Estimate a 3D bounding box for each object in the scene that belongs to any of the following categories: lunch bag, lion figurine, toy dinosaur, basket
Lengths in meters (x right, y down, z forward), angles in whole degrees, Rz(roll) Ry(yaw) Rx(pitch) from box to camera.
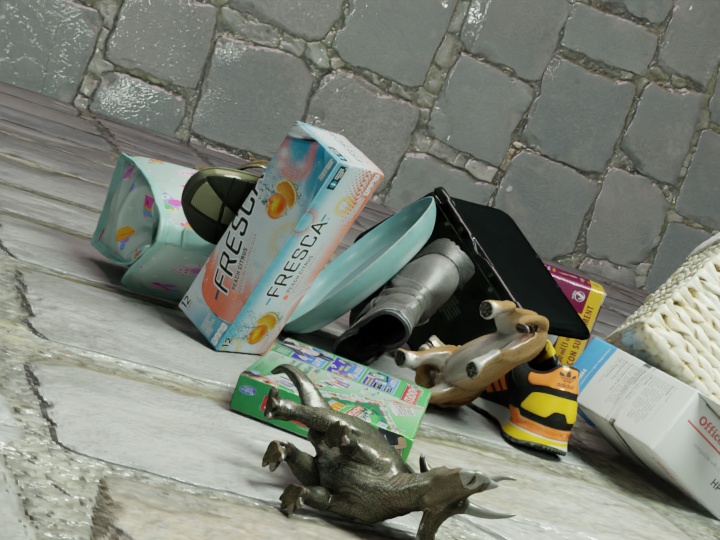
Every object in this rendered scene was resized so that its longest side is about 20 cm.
[{"bbox_3d":[-0.149,-0.028,1.325,0.170,0.122,0.200,17,6,-27],"label":"lunch bag"},{"bbox_3d":[0.108,0.074,1.209,0.122,0.073,0.200,-2,-14,-43],"label":"lion figurine"},{"bbox_3d":[-0.007,0.120,0.857,0.102,0.077,0.200,29,-5,-35],"label":"toy dinosaur"},{"bbox_3d":[0.363,0.080,1.317,0.198,0.161,0.200,48,-10,4],"label":"basket"}]

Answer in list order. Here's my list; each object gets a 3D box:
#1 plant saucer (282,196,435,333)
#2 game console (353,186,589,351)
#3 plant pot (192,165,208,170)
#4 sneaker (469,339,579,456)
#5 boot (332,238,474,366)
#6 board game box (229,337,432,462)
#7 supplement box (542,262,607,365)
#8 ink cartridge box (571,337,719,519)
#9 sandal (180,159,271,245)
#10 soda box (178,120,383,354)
[{"bbox_3d":[0.000,0.000,1.352,0.027,0.200,0.200,51,3,-9],"label":"plant saucer"},{"bbox_3d":[0.117,0.020,1.475,0.200,0.176,0.116,59,0,36],"label":"game console"},{"bbox_3d":[-0.127,-0.055,1.719,0.201,0.093,0.201,19,8,-3],"label":"plant pot"},{"bbox_3d":[0.153,0.101,1.283,0.070,0.090,0.200,17,8,-17],"label":"sneaker"},{"bbox_3d":[0.014,0.049,1.313,0.070,0.200,0.132,45,53,2],"label":"boot"},{"bbox_3d":[-0.017,0.100,1.080,0.135,0.029,0.200,21,7,5],"label":"board game box"},{"bbox_3d":[0.166,0.046,1.584,0.200,0.131,0.103,19,7,6],"label":"supplement box"},{"bbox_3d":[0.275,0.144,1.227,0.116,0.068,0.200,43,-5,-27],"label":"ink cartridge box"},{"bbox_3d":[-0.087,-0.064,1.238,0.201,0.080,0.057,3,47,-52],"label":"sandal"},{"bbox_3d":[-0.069,-0.024,1.175,0.064,0.200,0.068,44,19,33],"label":"soda box"}]
